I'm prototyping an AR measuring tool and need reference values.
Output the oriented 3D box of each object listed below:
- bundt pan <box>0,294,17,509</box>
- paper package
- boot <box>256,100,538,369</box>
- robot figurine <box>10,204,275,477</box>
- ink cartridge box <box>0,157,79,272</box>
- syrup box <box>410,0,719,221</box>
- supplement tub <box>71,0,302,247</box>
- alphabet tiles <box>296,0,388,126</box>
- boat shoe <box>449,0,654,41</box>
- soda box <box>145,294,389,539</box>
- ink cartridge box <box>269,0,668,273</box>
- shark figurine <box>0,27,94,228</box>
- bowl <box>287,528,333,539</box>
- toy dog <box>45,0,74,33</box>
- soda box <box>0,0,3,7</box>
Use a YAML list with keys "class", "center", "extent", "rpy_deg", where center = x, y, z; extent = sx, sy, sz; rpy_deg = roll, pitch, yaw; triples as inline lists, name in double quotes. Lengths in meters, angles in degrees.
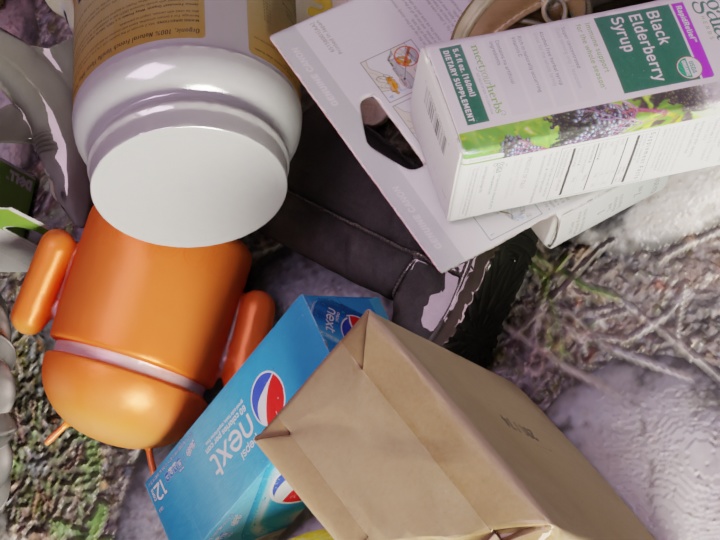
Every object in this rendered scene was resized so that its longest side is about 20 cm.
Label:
- class: "bundt pan"
  center: [-0.275, 0.092, 1.674]
  extent: [0.202, 0.075, 0.203]
  rpy_deg: [-178, 90, -75]
- class: "paper package"
  center: [0.067, 0.136, 1.429]
  extent: [0.104, 0.200, 0.191]
  rpy_deg: [-48, 58, 9]
- class: "boot"
  center: [0.000, 0.002, 1.591]
  extent: [0.200, 0.073, 0.182]
  rpy_deg: [26, 85, 31]
- class: "robot figurine"
  center: [-0.142, 0.029, 1.639]
  extent: [0.116, 0.143, 0.201]
  rpy_deg: [5, 75, 55]
- class: "ink cartridge box"
  center: [-0.271, -0.054, 1.725]
  extent: [0.199, 0.148, 0.076]
  rpy_deg: [1, 73, 30]
- class: "syrup box"
  center: [0.137, -0.099, 1.468]
  extent: [0.199, 0.082, 0.079]
  rpy_deg: [-12, 63, -12]
- class: "supplement tub"
  center: [-0.110, -0.130, 1.575]
  extent: [0.144, 0.144, 0.201]
  rpy_deg: [-21, 51, 23]
- class: "alphabet tiles"
  center: [0.048, -0.189, 1.640]
  extent: [0.199, 0.015, 0.197]
  rpy_deg: [7, 84, 27]
- class: "boat shoe"
  center: [0.145, -0.163, 1.515]
  extent: [0.200, 0.073, 0.063]
  rpy_deg: [-24, 60, -26]
- class: "soda box"
  center: [-0.052, 0.102, 1.549]
  extent: [0.200, 0.064, 0.068]
  rpy_deg: [-50, 52, 36]
- class: "ink cartridge box"
  center: [0.066, -0.097, 1.531]
  extent: [0.173, 0.044, 0.200]
  rpy_deg: [-27, 66, -19]
- class: "shark figurine"
  center: [-0.235, -0.145, 1.710]
  extent: [0.089, 0.214, 0.128]
  rpy_deg: [-34, 22, 37]
- class: "bowl"
  center: [-0.029, 0.243, 1.504]
  extent: [0.199, 0.108, 0.201]
  rpy_deg: [-10, 68, 27]
- class: "toy dog"
  center: [-0.148, -0.245, 1.733]
  extent: [0.193, 0.140, 0.201]
  rpy_deg: [21, 91, 8]
- class: "soda box"
  center: [-0.366, -0.217, 1.886]
  extent: [0.199, 0.064, 0.068]
  rpy_deg: [-12, 68, 27]
